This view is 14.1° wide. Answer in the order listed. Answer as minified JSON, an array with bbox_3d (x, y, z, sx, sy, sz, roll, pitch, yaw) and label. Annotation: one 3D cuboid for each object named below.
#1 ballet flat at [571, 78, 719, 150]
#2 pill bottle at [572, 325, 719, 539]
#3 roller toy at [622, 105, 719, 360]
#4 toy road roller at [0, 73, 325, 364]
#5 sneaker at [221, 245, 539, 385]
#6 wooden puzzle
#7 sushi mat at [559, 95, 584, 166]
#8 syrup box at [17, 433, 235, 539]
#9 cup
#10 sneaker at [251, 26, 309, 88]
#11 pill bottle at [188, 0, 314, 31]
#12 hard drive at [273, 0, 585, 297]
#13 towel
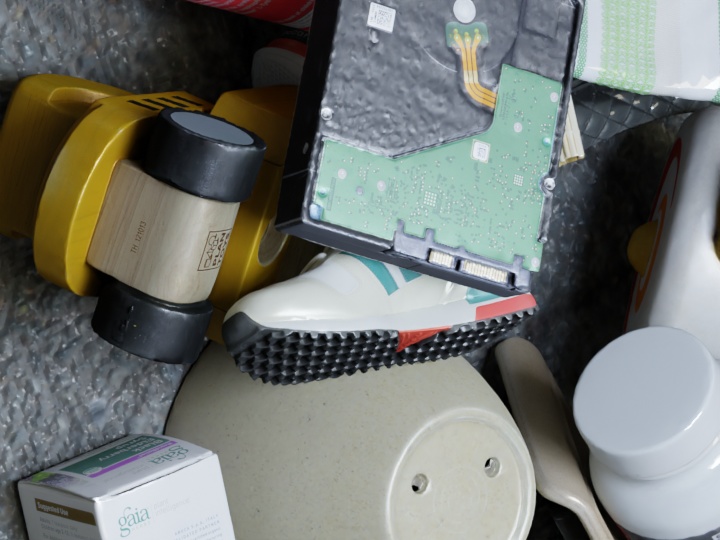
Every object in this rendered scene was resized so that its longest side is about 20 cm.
[{"bbox_3d":[0.165,-0.103,1.726,0.200,0.066,0.057,-11,119,-30],"label":"ballet flat"},{"bbox_3d":[0.193,0.117,1.603,0.111,0.111,0.200,-57,137,-18],"label":"pill bottle"},{"bbox_3d":[0.223,0.002,1.684,0.140,0.200,0.183,14,109,1],"label":"roller toy"},{"bbox_3d":[-0.102,-0.042,1.496,0.200,0.146,0.123,-13,125,-63],"label":"toy road roller"},{"bbox_3d":[0.001,0.000,1.501,0.200,0.070,0.094,-6,71,-40],"label":"sneaker"},{"bbox_3d":[0.139,0.154,1.668,0.037,0.185,0.200,-30,116,8],"label":"wooden puzzle"},{"bbox_3d":[0.054,-0.144,1.563,0.012,0.096,0.200,4,72,-72],"label":"sushi mat"},{"bbox_3d":[-0.109,0.194,1.534,0.079,0.081,0.200,-21,106,-35],"label":"syrup box"},{"bbox_3d":[0.013,0.116,1.578,0.200,0.143,0.201,-4,97,-36],"label":"cup"},{"bbox_3d":[0.024,-0.068,1.614,0.082,0.077,0.200,-51,121,-28],"label":"sneaker"},{"bbox_3d":[-0.078,-0.194,1.498,0.200,0.112,0.112,11,88,-33],"label":"pill bottle"},{"bbox_3d":[0.039,-0.099,1.458,0.140,0.038,0.200,15,75,-25],"label":"hard drive"},{"bbox_3d":[0.124,-0.174,1.548,0.200,0.031,0.149,8,74,-29],"label":"towel"}]
